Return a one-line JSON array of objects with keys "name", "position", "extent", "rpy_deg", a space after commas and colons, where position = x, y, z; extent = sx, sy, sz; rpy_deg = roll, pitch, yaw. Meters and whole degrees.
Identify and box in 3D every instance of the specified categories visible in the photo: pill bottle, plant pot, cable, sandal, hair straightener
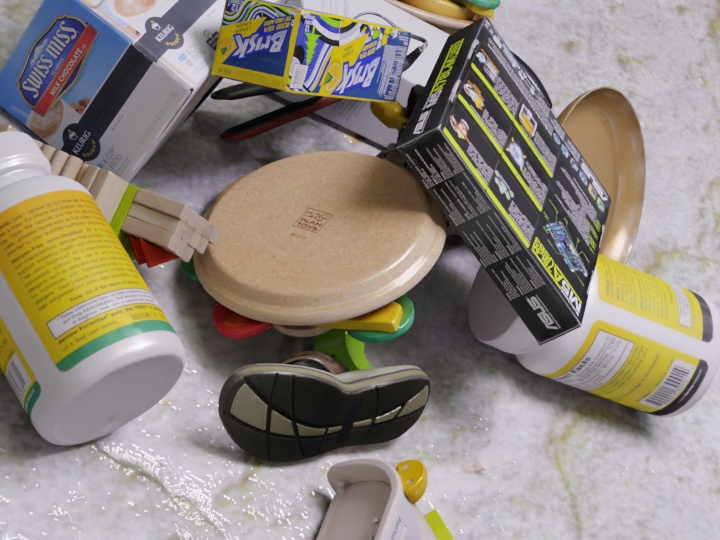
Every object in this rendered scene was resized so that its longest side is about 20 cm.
[{"name": "pill bottle", "position": [0.200, 0.045, 1.594], "extent": [0.200, 0.114, 0.114], "rpy_deg": [21, 41, -26]}, {"name": "plant pot", "position": [0.201, -0.067, 1.688], "extent": [0.027, 0.200, 0.200], "rpy_deg": [9, 20, 34]}, {"name": "pill bottle", "position": [-0.212, 0.008, 1.268], "extent": [0.113, 0.113, 0.200], "rpy_deg": [-11, 60, -47]}, {"name": "cable", "position": [0.060, -0.108, 1.539], "extent": [0.097, 0.050, 0.200], "rpy_deg": [17, 21, -11]}, {"name": "sandal", "position": [-0.032, 0.094, 1.383], "extent": [0.201, 0.080, 0.057], "rpy_deg": [4, 33, -48]}, {"name": "hair straightener", "position": [-0.035, -0.174, 1.578], "extent": [0.200, 0.041, 0.077], "rpy_deg": [-20, 105, -17]}]

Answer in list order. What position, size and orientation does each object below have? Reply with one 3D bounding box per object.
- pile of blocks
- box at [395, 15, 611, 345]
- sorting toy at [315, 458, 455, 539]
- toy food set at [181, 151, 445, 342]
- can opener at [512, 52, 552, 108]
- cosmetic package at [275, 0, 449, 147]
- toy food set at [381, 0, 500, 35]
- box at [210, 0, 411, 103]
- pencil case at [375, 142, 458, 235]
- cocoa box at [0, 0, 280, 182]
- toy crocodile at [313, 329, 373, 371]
[{"name": "pile of blocks", "position": [-0.207, -0.045, 1.377], "extent": [0.200, 0.062, 0.082], "rpy_deg": [25, -8, 6]}, {"name": "box", "position": [0.119, -0.074, 1.467], "extent": [0.200, 0.047, 0.193], "rpy_deg": [52, 33, -20]}, {"name": "sorting toy", "position": [0.039, 0.245, 1.286], "extent": [0.180, 0.107, 0.200], "rpy_deg": [51, 33, -19]}, {"name": "toy food set", "position": [-0.035, -0.020, 1.419], "extent": [0.200, 0.049, 0.198], "rpy_deg": [5, 42, 16]}, {"name": "can opener", "position": [0.161, -0.112, 1.766], "extent": [0.200, 0.079, 0.063], "rpy_deg": [58, 30, 8]}, {"name": "cosmetic package", "position": [0.014, -0.182, 1.688], "extent": [0.200, 0.081, 0.113], "rpy_deg": [22, 39, -23]}, {"name": "toy food set", "position": [0.044, -0.284, 1.800], "extent": [0.198, 0.049, 0.200], "rpy_deg": [17, 22, -17]}, {"name": "box", "position": [-0.036, -0.171, 1.461], "extent": [0.070, 0.064, 0.200], "rpy_deg": [15, 8, 24]}, {"name": "pencil case", "position": [0.093, -0.077, 1.647], "extent": [0.078, 0.090, 0.200], "rpy_deg": [12, 13, 44]}, {"name": "cocoa box", "position": [-0.174, -0.182, 1.476], "extent": [0.131, 0.133, 0.200], "rpy_deg": [39, 37, -4]}, {"name": "toy crocodile", "position": [0.000, 0.000, 1.504], "extent": [0.062, 0.067, 0.200], "rpy_deg": [46, 33, -28]}]
